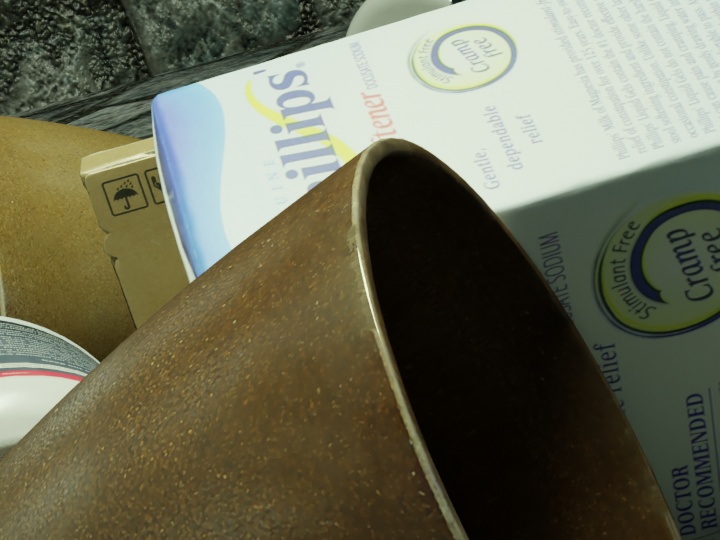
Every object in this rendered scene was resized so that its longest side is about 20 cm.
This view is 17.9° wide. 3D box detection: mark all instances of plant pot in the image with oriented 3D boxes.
[{"bbox_3d":[-0.130,0.005,1.149,0.199,0.187,0.186,-7,5,-34],"label":"plant pot"},{"bbox_3d":[-0.034,0.095,0.590,0.200,0.187,0.187,-28,7,18],"label":"plant pot"}]

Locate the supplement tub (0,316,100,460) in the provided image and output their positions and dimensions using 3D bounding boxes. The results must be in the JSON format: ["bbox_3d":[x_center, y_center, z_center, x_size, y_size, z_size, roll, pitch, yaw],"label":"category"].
[{"bbox_3d":[-0.124,0.091,0.759,0.140,0.141,0.200,-19,12,-14],"label":"supplement tub"}]

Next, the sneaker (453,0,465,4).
[{"bbox_3d":[0.046,-0.066,0.862,0.075,0.201,0.114,28,-1,7],"label":"sneaker"}]

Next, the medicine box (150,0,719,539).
[{"bbox_3d":[0.054,0.014,0.725,0.199,0.183,0.103,-17,42,-3],"label":"medicine box"}]

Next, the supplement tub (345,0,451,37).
[{"bbox_3d":[0.091,-0.160,1.654,0.144,0.145,0.200,-9,13,33],"label":"supplement tub"}]

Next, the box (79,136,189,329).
[{"bbox_3d":[0.000,0.000,0.976,0.199,0.164,0.021,-16,26,3],"label":"box"}]
